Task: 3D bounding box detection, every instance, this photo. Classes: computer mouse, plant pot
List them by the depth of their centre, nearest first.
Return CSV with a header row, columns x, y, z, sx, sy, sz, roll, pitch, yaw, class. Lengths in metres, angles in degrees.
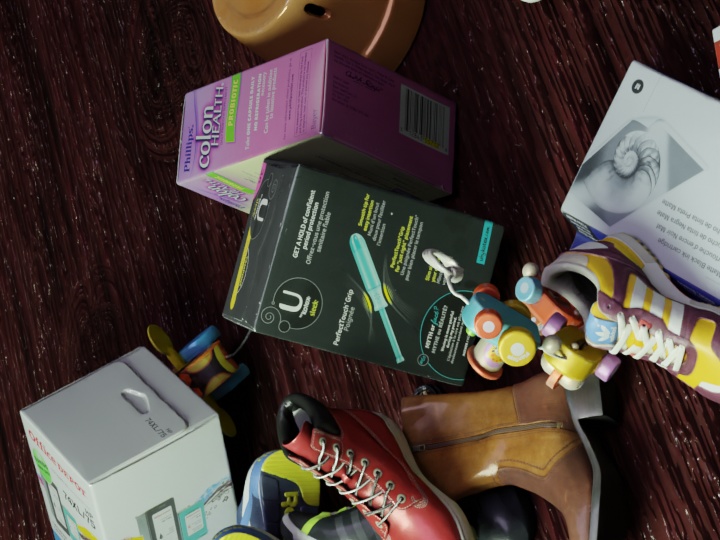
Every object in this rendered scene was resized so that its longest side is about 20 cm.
x,y,z,sx,sy,sz,roll,pitch,yaw,class
0.092,0.175,1.675,0.059,0.034,0.200,-54,47,22,computer mouse
-0.053,-0.279,1.863,0.199,0.139,0.202,-15,69,43,plant pot

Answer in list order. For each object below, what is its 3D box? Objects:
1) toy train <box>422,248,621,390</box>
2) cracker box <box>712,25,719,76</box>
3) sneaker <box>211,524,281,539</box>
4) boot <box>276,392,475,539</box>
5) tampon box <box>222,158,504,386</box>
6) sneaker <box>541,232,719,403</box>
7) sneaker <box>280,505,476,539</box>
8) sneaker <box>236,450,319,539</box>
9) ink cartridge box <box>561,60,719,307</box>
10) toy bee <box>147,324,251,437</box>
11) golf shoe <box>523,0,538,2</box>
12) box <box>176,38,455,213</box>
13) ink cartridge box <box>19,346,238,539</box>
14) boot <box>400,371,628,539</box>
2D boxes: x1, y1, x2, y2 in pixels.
x,y,z,sx,sy,sz,roll,pitch,yaw,class
0.129,0.046,1.554,0.150,0.199,0.056,48,114,38,toy train
0.342,-0.114,1.413,0.134,0.057,0.202,-30,59,49,cracker box
-0.055,0.292,1.708,0.074,0.200,0.082,-51,14,-3,sneaker
0.006,0.186,1.561,0.072,0.144,0.200,-48,52,16,boot
0.000,0.000,1.671,0.126,0.199,0.151,-164,90,-72,tampon box
0.229,0.050,1.503,0.200,0.090,0.075,42,139,39,sneaker
0.020,0.229,1.689,0.199,0.072,0.083,11,84,34,sneaker
-0.081,0.267,1.794,0.082,0.073,0.202,-172,89,-68,sneaker
0.258,-0.049,1.561,0.199,0.040,0.201,33,103,44,ink cartridge box
-0.163,0.098,1.882,0.131,0.109,0.201,37,130,10,toy bee
0.117,-0.301,1.759,0.201,0.075,0.092,61,136,38,golf shoe
-0.041,-0.120,1.778,0.199,0.175,0.097,-16,63,42,box
-0.217,0.211,1.832,0.147,0.145,0.201,36,144,44,ink cartridge box
0.118,0.178,1.586,0.199,0.068,0.190,-14,68,25,boot
